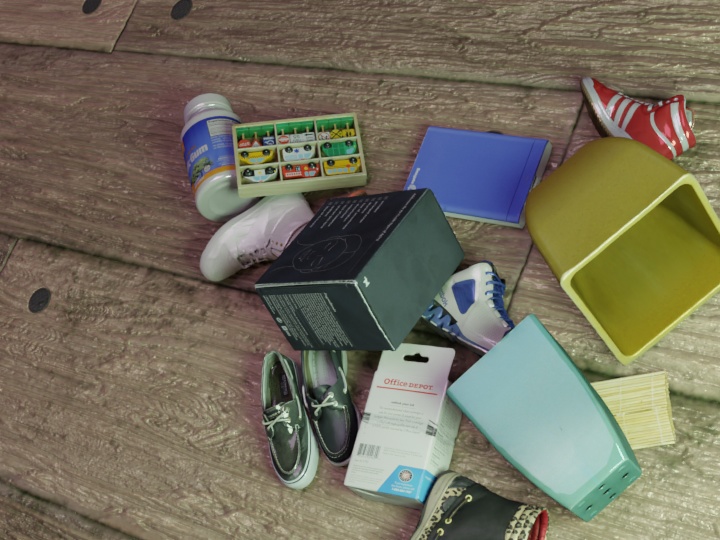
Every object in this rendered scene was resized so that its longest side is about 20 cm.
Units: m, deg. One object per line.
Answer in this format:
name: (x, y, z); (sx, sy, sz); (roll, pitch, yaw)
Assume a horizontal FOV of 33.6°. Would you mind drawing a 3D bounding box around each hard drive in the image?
hard drive: (0.164, -0.137, 1.718); (0.198, 0.025, 0.133); (11, 71, 35)

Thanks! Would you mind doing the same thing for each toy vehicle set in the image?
toy vehicle set: (-0.095, -0.178, 1.836); (0.197, 0.027, 0.126); (-7, 57, -6)

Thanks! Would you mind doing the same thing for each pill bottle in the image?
pill bottle: (-0.230, -0.187, 1.925); (0.111, 0.112, 0.202); (-29, 53, 13)

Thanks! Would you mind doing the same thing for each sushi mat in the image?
sushi mat: (0.287, 0.183, 1.476); (0.198, 0.012, 0.097); (-13, 60, 25)

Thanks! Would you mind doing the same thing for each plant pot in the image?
plant pot: (0.315, -0.048, 1.483); (0.195, 0.194, 0.200); (-40, 39, 5)
plant pot: (0.230, 0.188, 1.418); (0.141, 0.141, 0.201); (-42, 59, 5)

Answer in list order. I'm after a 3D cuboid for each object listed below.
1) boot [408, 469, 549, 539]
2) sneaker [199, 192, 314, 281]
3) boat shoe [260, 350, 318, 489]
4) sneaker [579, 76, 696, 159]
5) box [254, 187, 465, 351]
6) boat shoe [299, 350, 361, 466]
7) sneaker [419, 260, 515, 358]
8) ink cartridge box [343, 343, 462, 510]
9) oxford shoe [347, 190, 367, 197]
boot: (0.133, 0.352, 1.440); (0.149, 0.073, 0.202); (10, 64, 34)
sneaker: (-0.151, -0.035, 1.819); (0.200, 0.074, 0.116); (-41, 48, 3)
boat shoe: (-0.111, 0.206, 1.663); (0.071, 0.071, 0.202); (-25, 55, 16)
sneaker: (0.377, -0.211, 1.605); (0.112, 0.071, 0.201); (-29, 47, 6)
box: (0.000, 0.000, 1.612); (0.195, 0.125, 0.200); (-5, 36, 45)
boat shoe: (-0.048, 0.172, 1.652); (0.075, 0.060, 0.202); (-27, 54, 16)
sneaker: (0.166, 0.051, 1.579); (0.198, 0.080, 0.116); (30, 84, 40)
ink cartridge box: (0.065, 0.202, 1.562); (0.115, 0.068, 0.202); (4, 67, 32)
oxford shoe: (-0.041, -0.027, 1.764); (0.073, 0.071, 0.201); (37, 91, 19)
